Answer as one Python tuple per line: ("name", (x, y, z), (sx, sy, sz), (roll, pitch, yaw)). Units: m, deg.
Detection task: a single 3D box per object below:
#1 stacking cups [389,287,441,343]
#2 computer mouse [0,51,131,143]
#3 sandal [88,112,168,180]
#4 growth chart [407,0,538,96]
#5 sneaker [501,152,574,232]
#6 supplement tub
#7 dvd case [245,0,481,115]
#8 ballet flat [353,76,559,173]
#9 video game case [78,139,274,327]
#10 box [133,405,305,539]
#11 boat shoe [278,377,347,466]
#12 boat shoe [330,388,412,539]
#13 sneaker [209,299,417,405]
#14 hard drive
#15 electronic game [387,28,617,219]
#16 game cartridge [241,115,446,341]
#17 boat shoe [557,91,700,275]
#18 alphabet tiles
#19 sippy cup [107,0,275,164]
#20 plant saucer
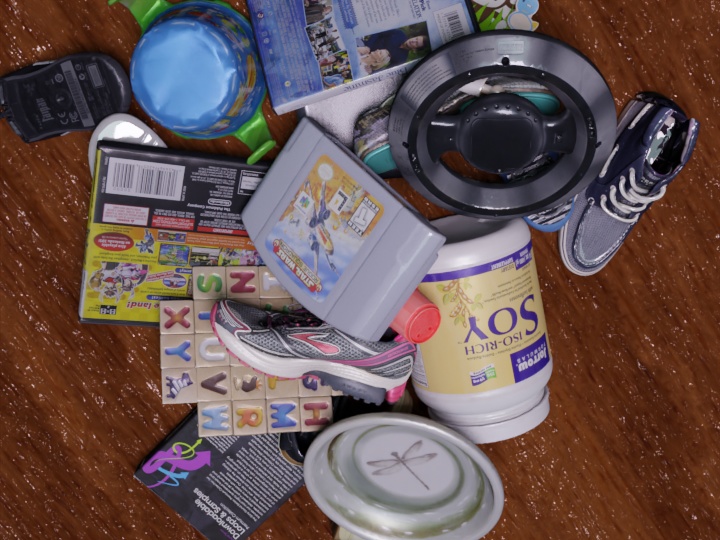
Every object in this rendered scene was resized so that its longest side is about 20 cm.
("stacking cups", (0.000, 0.000, 0.858), (0.060, 0.200, 0.061), (-19, 125, -29))
("computer mouse", (-0.322, -0.192, 0.886), (0.199, 0.046, 0.141), (-17, 109, 15))
("sandal", (-0.206, -0.067, 0.917), (0.082, 0.050, 0.203), (-31, 117, -3))
("growth chart", (0.097, -0.257, 0.834), (0.144, 0.018, 0.201), (13, 77, 14))
("sneaker", (0.159, -0.133, 0.909), (0.066, 0.078, 0.201), (-20, 85, 9))
("supplement tub", (0.112, 0.054, 0.907), (0.144, 0.145, 0.201), (-13, 104, 2))
("dvd case", (-0.002, -0.236, 0.828), (0.199, 0.018, 0.144), (-17, 72, 7))
("ballet flat", (0.084, -0.153, 0.852), (0.199, 0.072, 0.073), (-17, 104, 4))
("video game case", (-0.170, -0.028, 0.903), (0.199, 0.026, 0.182), (5, 111, -21))
("box", (-0.129, 0.199, 0.994), (0.200, 0.036, 0.143), (-44, 101, 7))
("boat shoe", (-0.039, 0.105, 0.939), (0.074, 0.062, 0.202), (14, 83, -14))
("boat shoe", (0.022, 0.210, 0.988), (0.062, 0.073, 0.201), (15, 114, -11))
("sneaker", (-0.044, 0.060, 0.857), (0.199, 0.081, 0.075), (15, 112, -12))
("hard drive", (0.000, -0.186, 0.895), (0.134, 0.042, 0.202), (-5, 104, 0))
("electronic game", (0.123, -0.121, 0.798), (0.198, 0.042, 0.201), (3, 136, 3))
("game cartridge", (-0.026, -0.035, 0.824), (0.200, 0.041, 0.133), (44, 103, 33))
("boat shoe", (0.263, -0.080, 0.903), (0.074, 0.093, 0.201), (20, 103, -6))
("alphabet tiles", (-0.096, 0.077, 0.896), (0.198, 0.006, 0.168), (0, 75, -16))
("sippy cup", (-0.155, -0.184, 0.847), (0.177, 0.130, 0.141), (14, 104, -6))
("plant saucer", (0.044, 0.199, 0.898), (0.199, 0.050, 0.201), (8, 130, 10))
